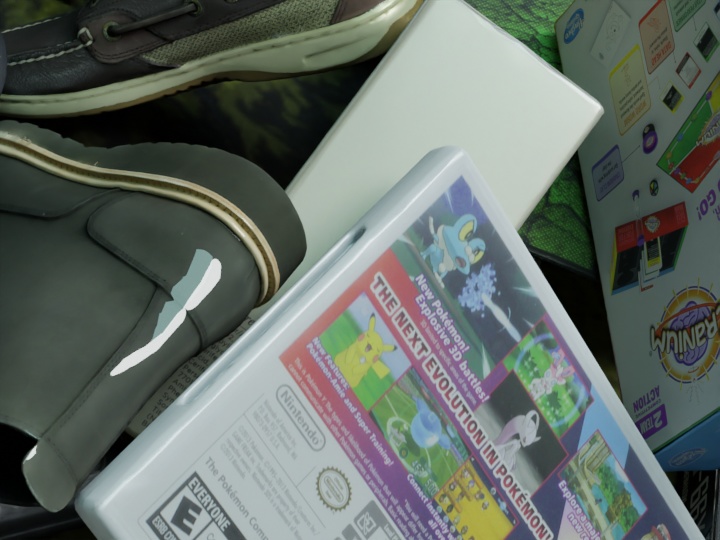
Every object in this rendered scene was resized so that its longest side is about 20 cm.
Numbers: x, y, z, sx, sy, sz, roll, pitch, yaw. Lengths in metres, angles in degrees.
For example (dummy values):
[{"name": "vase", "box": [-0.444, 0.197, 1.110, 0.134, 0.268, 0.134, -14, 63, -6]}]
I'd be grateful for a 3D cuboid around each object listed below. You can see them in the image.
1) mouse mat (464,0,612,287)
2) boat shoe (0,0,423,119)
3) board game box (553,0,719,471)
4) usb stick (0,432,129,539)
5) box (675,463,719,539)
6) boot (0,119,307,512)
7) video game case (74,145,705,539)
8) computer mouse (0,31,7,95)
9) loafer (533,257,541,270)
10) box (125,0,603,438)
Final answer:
[{"name": "mouse mat", "box": [0.110, -0.064, 0.810, 0.199, 0.008, 0.162, 22, 59, -13]}, {"name": "boat shoe", "box": [-0.074, -0.110, 0.776, 0.199, 0.065, 0.073, -10, 27, 16]}, {"name": "board game box", "box": [0.137, -0.042, 0.717, 0.040, 0.153, 0.201, 2, 67, -21]}, {"name": "usb stick", "box": [-0.177, 0.086, 0.676, 0.199, 0.033, 0.056, -12, 53, -26]}, {"name": "box", "box": [0.213, 0.091, 0.797, 0.157, 0.050, 0.201, 18, 52, -7]}, {"name": "boot", "box": [-0.133, 0.017, 0.653, 0.138, 0.199, 0.078, -51, 124, -37]}, {"name": "video game case", "box": [0.022, 0.091, 0.656, 0.182, 0.023, 0.200, -44, 114, -25]}, {"name": "computer mouse", "box": [-0.240, -0.117, 0.781, 0.199, 0.046, 0.141, 6, 72, -5]}, {"name": "loafer", "box": [0.038, -0.009, 0.796, 0.075, 0.068, 0.201, -1, 56, -20]}, {"name": "box", "box": [0.000, 0.000, 0.714, 0.082, 0.068, 0.200, 37, 85, 3]}]
